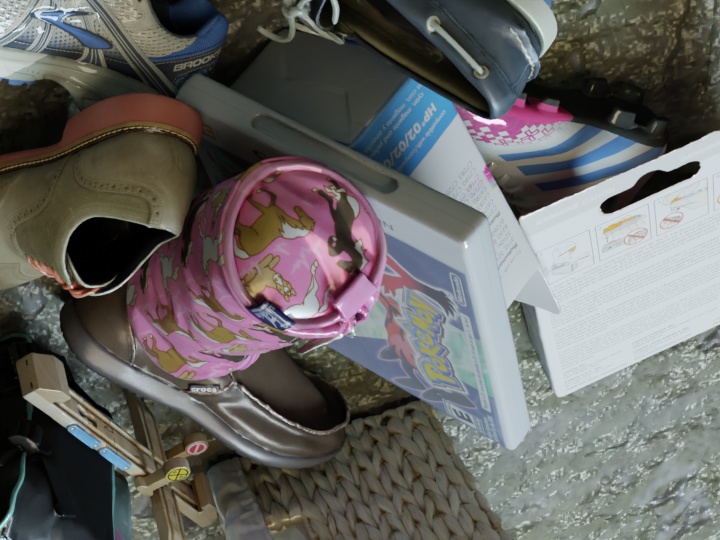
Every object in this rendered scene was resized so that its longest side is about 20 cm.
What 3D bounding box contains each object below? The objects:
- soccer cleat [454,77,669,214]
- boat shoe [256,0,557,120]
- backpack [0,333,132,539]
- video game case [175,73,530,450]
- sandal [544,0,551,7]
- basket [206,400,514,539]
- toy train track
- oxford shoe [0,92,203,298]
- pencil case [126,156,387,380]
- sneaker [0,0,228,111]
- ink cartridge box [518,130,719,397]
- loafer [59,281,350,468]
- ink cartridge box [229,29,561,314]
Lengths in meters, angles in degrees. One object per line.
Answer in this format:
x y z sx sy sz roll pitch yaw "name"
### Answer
0.085 -0.071 0.912 0.198 0.070 0.087 11 120 -27 "soccer cleat"
-0.005 -0.135 0.771 0.062 0.199 0.075 -56 172 -20 "boat shoe"
-0.225 0.159 0.902 0.198 0.177 0.154 -29 126 8 "backpack"
0.000 0.000 0.842 0.023 0.181 0.201 -50 150 -21 "video game case"
0.035 -0.174 0.809 0.079 0.087 0.199 -43 126 16 "sandal"
0.017 0.221 1.025 0.159 0.199 0.202 -22 129 -8 "basket"
-0.125 0.095 0.912 0.032 0.116 0.200 -27 144 10 "toy train track"
-0.153 -0.020 0.816 0.070 0.076 0.199 16 151 -35 "oxford shoe"
-0.058 0.004 0.810 0.082 0.200 0.088 7 79 -21 "pencil case"
-0.147 -0.135 0.784 0.199 0.077 0.085 20 115 -42 "sneaker"
0.169 -0.019 0.968 0.159 0.050 0.201 -24 143 -2 "ink cartridge box"
-0.076 0.053 0.942 0.199 0.073 0.071 28 113 -34 "loafer"
0.019 -0.029 0.881 0.068 0.114 0.201 -51 132 -20 "ink cartridge box"
